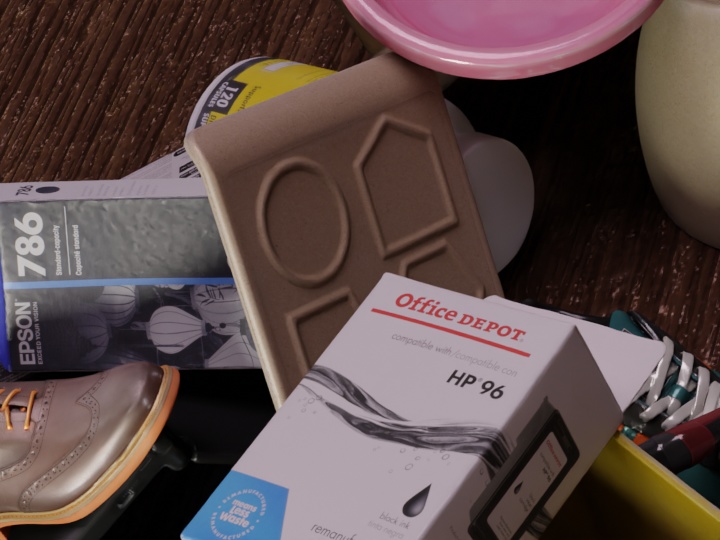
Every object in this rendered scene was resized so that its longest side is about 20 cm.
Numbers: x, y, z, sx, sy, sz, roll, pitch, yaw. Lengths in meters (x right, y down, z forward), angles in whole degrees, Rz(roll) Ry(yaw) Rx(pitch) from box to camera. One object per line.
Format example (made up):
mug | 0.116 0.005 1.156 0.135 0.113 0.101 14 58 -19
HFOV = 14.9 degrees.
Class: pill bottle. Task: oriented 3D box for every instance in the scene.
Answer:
pill bottle | 0.000 -0.055 1.590 0.200 0.112 0.112 16 58 42

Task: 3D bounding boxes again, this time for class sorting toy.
sorting toy | 0.000 0.000 1.432 0.036 0.201 0.185 -16 6 44

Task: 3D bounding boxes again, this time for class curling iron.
curling iron | 0.149 0.078 1.335 0.200 0.026 0.050 -35 78 -11

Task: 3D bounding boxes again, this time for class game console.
game console | -0.116 0.102 1.511 0.176 0.116 0.200 -49 27 3

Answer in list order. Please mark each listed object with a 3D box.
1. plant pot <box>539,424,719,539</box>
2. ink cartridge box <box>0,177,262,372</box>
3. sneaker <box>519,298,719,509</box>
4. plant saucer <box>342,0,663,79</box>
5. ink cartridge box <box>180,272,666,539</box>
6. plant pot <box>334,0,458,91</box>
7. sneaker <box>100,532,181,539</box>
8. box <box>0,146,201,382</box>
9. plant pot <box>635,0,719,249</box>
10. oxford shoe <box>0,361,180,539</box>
plant pot | 0.082 0.197 1.226 0.200 0.177 0.200 -40 40 -10
ink cartridge box | -0.130 0.003 1.460 0.199 0.100 0.039 -2 19 6
sneaker | 0.150 0.070 1.389 0.200 0.080 0.071 18 59 39
plant saucer | 0.081 -0.181 1.491 0.200 0.051 0.201 -4 58 6
ink cartridge box | 0.030 0.074 1.195 0.116 0.068 0.200 15 58 41
plant pot | 0.036 -0.224 1.634 0.200 0.173 0.200 -47 5 6
sneaker | -0.145 0.161 1.496 0.199 0.060 0.104 -27 42 8
box | -0.155 0.001 1.540 0.200 0.035 0.110 -26 29 13
plant pot | 0.232 -0.126 1.503 0.200 0.135 0.201 -18 42 16
oxford shoe | -0.175 0.088 1.410 0.200 0.073 0.071 -29 35 35
